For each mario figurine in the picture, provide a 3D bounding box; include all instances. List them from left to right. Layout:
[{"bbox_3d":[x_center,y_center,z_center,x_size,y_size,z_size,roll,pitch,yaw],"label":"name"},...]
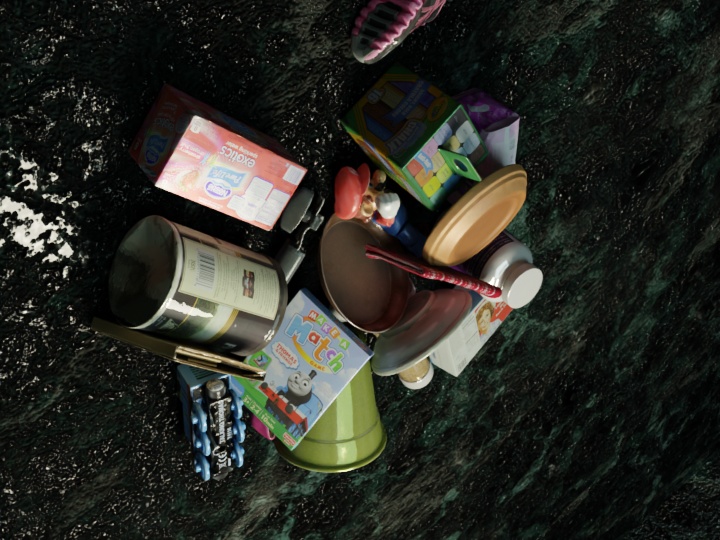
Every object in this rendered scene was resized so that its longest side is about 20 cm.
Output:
[{"bbox_3d":[0.047,-0.102,1.313,0.199,0.122,0.108,33,60,-30],"label":"mario figurine"}]

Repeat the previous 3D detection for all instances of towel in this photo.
[{"bbox_3d":[0.116,0.003,1.351,0.198,0.144,0.023,14,97,-44],"label":"towel"}]

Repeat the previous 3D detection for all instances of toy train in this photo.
[{"bbox_3d":[-0.234,0.233,1.343,0.085,0.114,0.203,-16,131,-26],"label":"toy train"}]

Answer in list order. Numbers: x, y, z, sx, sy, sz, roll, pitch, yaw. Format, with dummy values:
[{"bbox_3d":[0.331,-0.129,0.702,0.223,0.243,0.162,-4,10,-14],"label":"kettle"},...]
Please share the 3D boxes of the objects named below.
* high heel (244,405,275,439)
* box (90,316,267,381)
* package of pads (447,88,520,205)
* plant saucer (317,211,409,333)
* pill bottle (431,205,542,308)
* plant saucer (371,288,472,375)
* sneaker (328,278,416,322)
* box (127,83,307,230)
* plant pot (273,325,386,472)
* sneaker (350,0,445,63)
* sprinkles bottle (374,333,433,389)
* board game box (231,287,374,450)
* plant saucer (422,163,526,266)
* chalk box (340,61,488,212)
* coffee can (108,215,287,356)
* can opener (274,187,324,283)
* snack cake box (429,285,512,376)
[{"bbox_3d":[-0.137,0.171,1.392,0.067,0.096,0.202,7,117,-42],"label":"high heel"},{"bbox_3d":[-0.248,0.107,1.172,0.162,0.198,0.022,23,81,-48],"label":"box"},{"bbox_3d":[0.191,-0.175,1.383,0.075,0.120,0.203,-24,136,-23],"label":"package of pads"},{"bbox_3d":[0.000,0.000,1.344,0.034,0.204,0.198,-19,161,42],"label":"plant saucer"},{"bbox_3d":[0.214,-0.024,1.463,0.111,0.200,0.114,-22,135,-25],"label":"pill bottle"},{"bbox_3d":[0.087,0.084,1.387,0.199,0.200,0.050,-41,103,-7],"label":"plant saucer"},{"bbox_3d":[0.015,0.044,1.456,0.099,0.079,0.198,-37,160,35],"label":"sneaker"},{"bbox_3d":[-0.180,-0.140,1.103,0.198,0.095,0.104,20,108,-47],"label":"box"},{"bbox_3d":[-0.050,0.197,1.443,0.197,0.199,0.194,-14,118,-32],"label":"plant pot"},{"bbox_3d":[0.070,-0.355,1.177,0.200,0.079,0.095,-48,151,3],"label":"sneaker"},{"bbox_3d":[0.077,0.141,1.580,0.068,0.068,0.201,-39,139,-8],"label":"sprinkles bottle"},{"bbox_3d":[-0.097,0.153,1.343,0.201,0.151,0.037,-50,173,12],"label":"board game box"},{"bbox_3d":[0.177,-0.074,1.285,0.199,0.038,0.201,-37,163,-13],"label":"plant saucer"},{"bbox_3d":[0.090,-0.180,1.227,0.124,0.200,0.125,-45,140,-1],"label":"chalk box"},{"bbox_3d":[-0.217,0.025,1.165,0.198,0.146,0.148,22,107,-47],"label":"coffee can"},{"bbox_3d":[-0.113,-0.032,1.296,0.066,0.053,0.202,25,104,-13],"label":"can opener"},{"bbox_3d":[0.205,0.083,1.611,0.200,0.067,0.116,-45,140,-24],"label":"snack cake box"}]
